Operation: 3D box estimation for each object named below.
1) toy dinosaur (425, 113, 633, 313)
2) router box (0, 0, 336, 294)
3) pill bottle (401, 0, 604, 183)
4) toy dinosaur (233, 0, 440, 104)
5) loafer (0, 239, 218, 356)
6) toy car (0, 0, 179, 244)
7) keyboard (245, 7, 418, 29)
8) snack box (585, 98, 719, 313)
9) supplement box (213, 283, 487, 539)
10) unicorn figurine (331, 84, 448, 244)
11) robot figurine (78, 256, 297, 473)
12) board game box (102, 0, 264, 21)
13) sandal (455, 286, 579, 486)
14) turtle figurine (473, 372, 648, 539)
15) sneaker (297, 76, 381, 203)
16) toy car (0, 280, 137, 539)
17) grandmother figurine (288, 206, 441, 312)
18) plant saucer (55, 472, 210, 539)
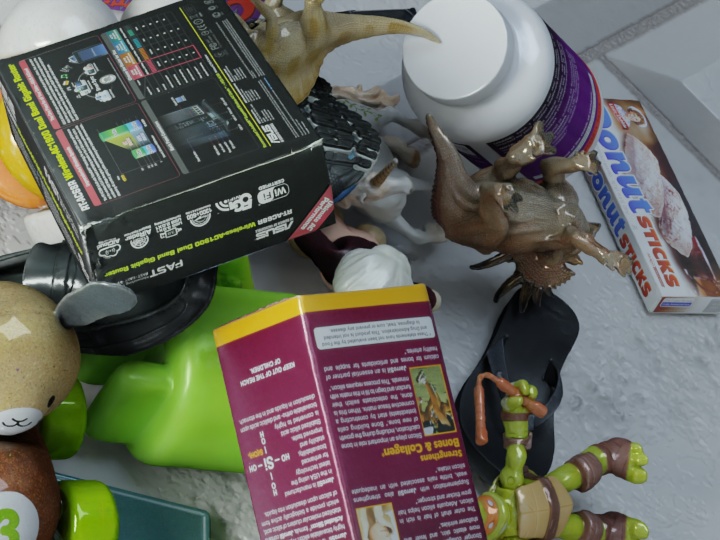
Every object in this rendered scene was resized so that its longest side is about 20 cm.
[{"bbox_3d":[0.104,-0.035,1.782,0.199,0.135,0.086,23,61,-29],"label":"toy dinosaur"},{"bbox_3d":[-0.119,-0.077,1.506,0.149,0.062,0.200,-19,39,-12],"label":"router box"},{"bbox_3d":[0.099,-0.133,1.820,0.113,0.112,0.200,56,9,22],"label":"pill bottle"},{"bbox_3d":[-0.041,-0.161,1.678,0.200,0.102,0.058,-27,27,-36],"label":"toy dinosaur"},{"bbox_3d":[-0.174,0.015,1.523,0.070,0.200,0.068,31,58,-47],"label":"loafer"},{"bbox_3d":[-0.167,-0.094,1.686,0.199,0.150,0.176,-8,90,-34],"label":"toy car"},{"bbox_3d":[-0.065,-0.167,1.798,0.127,0.199,0.021,-8,93,-44],"label":"keyboard"},{"bbox_3d":[0.222,-0.052,1.986,0.072,0.024,0.201,1,52,-31],"label":"snack box"},{"bbox_3d":[-0.002,0.117,1.508,0.110,0.085,0.201,-5,78,-44],"label":"supplement box"},{"bbox_3d":[0.015,-0.073,1.822,0.137,0.074,0.200,14,18,-36],"label":"unicorn figurine"},{"bbox_3d":[-0.078,0.070,1.608,0.199,0.116,0.176,7,50,-29],"label":"robot figurine"},{"bbox_3d":[-0.147,-0.237,1.845,0.199,0.120,0.032,5,51,-28],"label":"board game box"},{"bbox_3d":[0.113,0.076,1.782,0.076,0.043,0.201,27,42,-9],"label":"sandal"},{"bbox_3d":[0.121,0.167,1.681,0.161,0.064,0.201,-1,81,-43],"label":"turtle figurine"},{"bbox_3d":[-0.045,-0.079,1.755,0.078,0.090,0.200,19,15,-19],"label":"sneaker"},{"bbox_3d":[-0.204,0.071,1.435,0.164,0.200,0.158,2,51,-31],"label":"toy car"},{"bbox_3d":[0.000,0.000,1.697,0.121,0.061,0.200,18,7,-8],"label":"grandmother figurine"},{"bbox_3d":[-0.180,0.152,1.540,0.199,0.019,0.070,17,45,-21],"label":"plant saucer"}]
